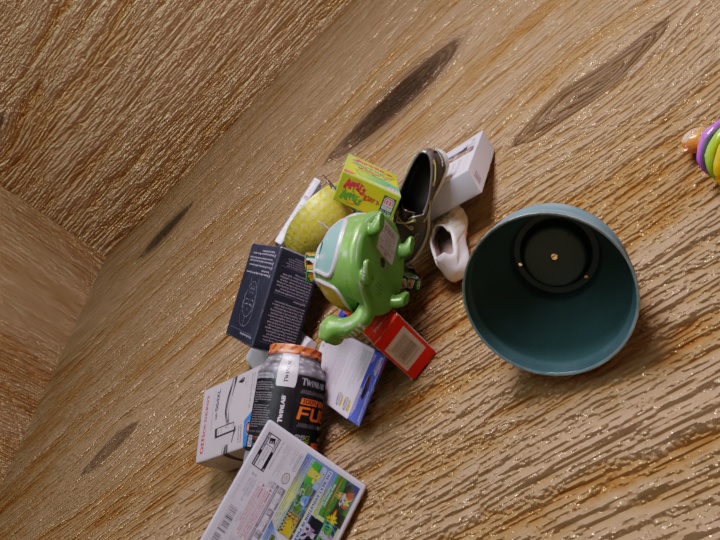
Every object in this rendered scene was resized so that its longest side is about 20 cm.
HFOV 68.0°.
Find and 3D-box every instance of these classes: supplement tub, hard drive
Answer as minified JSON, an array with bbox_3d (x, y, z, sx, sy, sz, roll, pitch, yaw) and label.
[{"bbox_3d":[-0.123,0.234,0.893,0.120,0.120,0.208,-12,65,45],"label":"supplement tub"},{"bbox_3d":[-0.178,0.178,1.161,0.134,0.026,0.198,-55,32,-7],"label":"hard drive"}]

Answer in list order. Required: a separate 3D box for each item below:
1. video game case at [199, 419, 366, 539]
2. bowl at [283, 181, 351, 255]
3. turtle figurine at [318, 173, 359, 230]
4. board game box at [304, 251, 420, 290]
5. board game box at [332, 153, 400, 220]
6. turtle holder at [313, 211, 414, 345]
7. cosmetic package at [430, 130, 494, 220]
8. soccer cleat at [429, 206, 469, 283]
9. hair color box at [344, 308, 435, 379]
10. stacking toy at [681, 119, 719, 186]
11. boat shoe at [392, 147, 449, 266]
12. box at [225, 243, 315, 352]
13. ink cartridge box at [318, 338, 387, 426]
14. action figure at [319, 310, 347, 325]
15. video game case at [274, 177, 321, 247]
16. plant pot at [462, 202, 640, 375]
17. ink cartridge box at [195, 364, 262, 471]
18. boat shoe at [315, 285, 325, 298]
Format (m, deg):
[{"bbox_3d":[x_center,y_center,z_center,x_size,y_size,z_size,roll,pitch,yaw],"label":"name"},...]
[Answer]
[{"bbox_3d":[-0.113,0.359,0.777,0.204,0.178,0.022,-59,-12,-15],"label":"video game case"},{"bbox_3d":[-0.062,-0.081,1.177,0.200,0.199,0.108,-45,74,8],"label":"bowl"},{"bbox_3d":[0.000,-0.106,1.052,0.099,0.199,0.153,-24,38,34],"label":"turtle figurine"},{"bbox_3d":[0.000,0.000,0.924,0.105,0.192,0.024,-115,30,-71],"label":"board game box"},{"bbox_3d":[0.012,-0.144,0.910,0.201,0.098,0.049,-86,19,-70],"label":"board game box"},{"bbox_3d":[-0.002,0.010,0.802,0.128,0.139,0.194,-3,89,36],"label":"turtle holder"},{"bbox_3d":[0.164,-0.170,0.991,0.149,0.052,0.201,-31,17,33],"label":"cosmetic package"},{"bbox_3d":[0.152,-0.068,0.932,0.068,0.077,0.204,-32,36,26],"label":"soccer cleat"},{"bbox_3d":[0.032,0.085,0.899,0.064,0.111,0.199,-48,31,-2],"label":"hair color box"},{"bbox_3d":[0.442,-0.138,0.621,0.116,0.109,0.202,-43,21,16],"label":"stacking toy"},{"bbox_3d":[0.087,-0.105,0.896,0.071,0.060,0.208,28,110,29],"label":"boat shoe"},{"bbox_3d":[-0.183,0.060,1.114,0.146,0.105,0.207,9,80,55],"label":"box"},{"bbox_3d":[-0.021,0.180,0.925,0.198,0.041,0.123,14,79,59],"label":"ink cartridge box"},{"bbox_3d":[-0.017,0.038,1.031,0.200,0.099,0.065,-46,32,3],"label":"action figure"},{"bbox_3d":[-0.145,-0.096,1.282,0.186,0.023,0.201,-61,-8,-22],"label":"video game case"},{"bbox_3d":[0.237,0.004,0.664,0.197,0.204,0.134,-25,11,35],"label":"plant pot"},{"bbox_3d":[-0.224,0.287,1.029,0.196,0.083,0.151,-27,50,33],"label":"ink cartridge box"},{"bbox_3d":[-0.061,0.011,1.133,0.194,0.075,0.064,-14,49,31],"label":"boat shoe"}]
